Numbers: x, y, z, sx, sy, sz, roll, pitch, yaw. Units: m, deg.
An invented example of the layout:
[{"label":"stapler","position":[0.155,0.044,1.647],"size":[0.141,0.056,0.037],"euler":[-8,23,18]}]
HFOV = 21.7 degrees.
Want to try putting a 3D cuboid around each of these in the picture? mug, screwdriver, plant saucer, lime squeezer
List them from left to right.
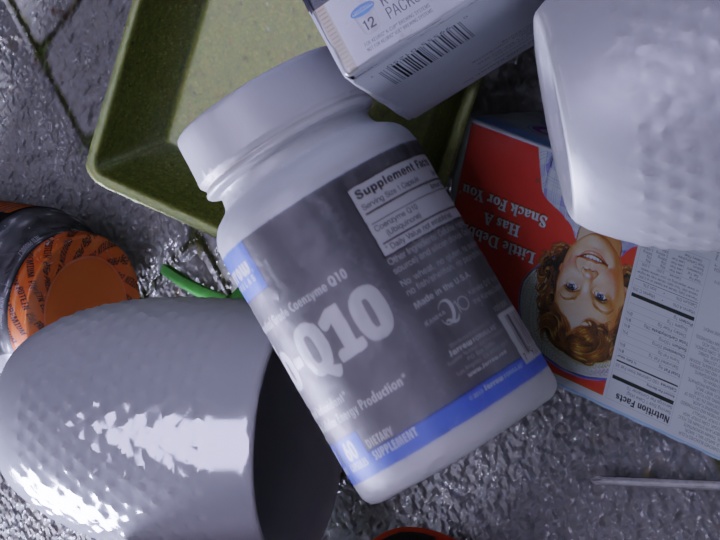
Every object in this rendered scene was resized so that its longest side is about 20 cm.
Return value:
[{"label":"mug","position":[-0.107,0.103,1.091],"size":[0.173,0.201,0.149],"euler":[3,56,20]},{"label":"lime squeezer","position":[-0.055,0.003,1.118],"size":[0.199,0.038,0.071],"euler":[-21,80,41]},{"label":"plant saucer","position":[-0.028,-0.107,0.995],"size":[0.198,0.048,0.202],"euler":[24,107,17]},{"label":"mug","position":[0.167,-0.081,0.810],"size":[0.173,0.200,0.149],"euler":[-11,91,2]},{"label":"screwdriver","position":[0.193,0.106,0.914],"size":[0.198,0.029,0.028],"euler":[-3,93,36]}]

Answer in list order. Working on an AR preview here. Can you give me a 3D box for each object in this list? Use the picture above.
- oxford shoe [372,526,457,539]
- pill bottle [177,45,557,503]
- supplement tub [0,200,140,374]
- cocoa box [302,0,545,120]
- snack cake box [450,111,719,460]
[{"label":"oxford shoe","position":[0.086,0.210,1.011],"size":[0.199,0.071,0.073],"euler":[28,138,35]},{"label":"pill bottle","position":[0.000,0.000,0.914],"size":[0.113,0.113,0.201],"euler":[-34,86,38]},{"label":"supplement tub","position":[-0.245,0.015,1.227],"size":[0.199,0.122,0.124],"euler":[9,100,41]},{"label":"cocoa box","position":[0.061,-0.182,0.856],"size":[0.199,0.133,0.132],"euler":[-31,80,11]},{"label":"snack cake box","position":[0.134,0.004,0.935],"size":[0.199,0.067,0.116],"euler":[25,112,37]}]
